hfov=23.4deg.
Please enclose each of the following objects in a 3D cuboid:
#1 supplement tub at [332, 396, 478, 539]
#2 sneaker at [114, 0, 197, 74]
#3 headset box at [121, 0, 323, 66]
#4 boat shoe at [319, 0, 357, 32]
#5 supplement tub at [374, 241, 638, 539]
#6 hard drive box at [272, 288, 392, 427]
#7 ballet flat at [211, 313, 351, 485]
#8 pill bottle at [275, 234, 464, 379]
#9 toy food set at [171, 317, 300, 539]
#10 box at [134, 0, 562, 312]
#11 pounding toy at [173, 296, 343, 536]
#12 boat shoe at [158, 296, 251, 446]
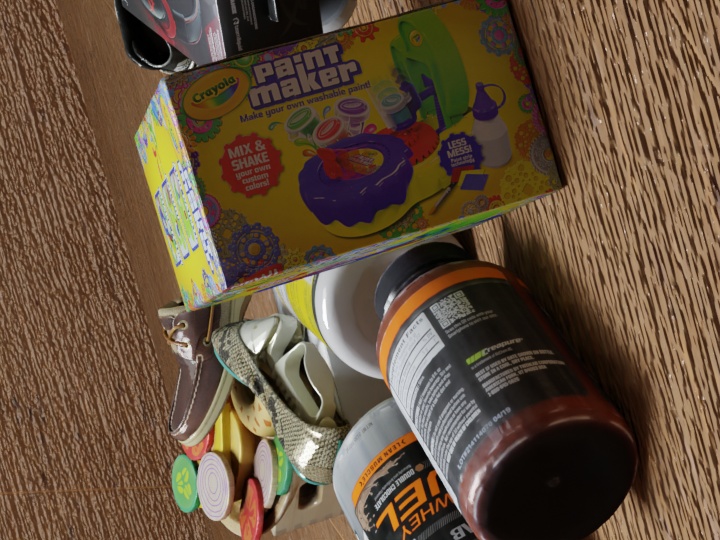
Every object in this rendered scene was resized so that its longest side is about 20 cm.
[{"bbox_3d":[0.067,0.182,1.151,0.200,0.122,0.123,-123,21,-48],"label":"supplement tub"},{"bbox_3d":[-0.122,-0.151,1.338,0.201,0.076,0.115,50,-150,-10],"label":"sneaker"},{"bbox_3d":[-0.098,-0.217,1.126,0.200,0.075,0.149,41,146,49],"label":"headset box"},{"bbox_3d":[-0.038,-0.245,1.220,0.065,0.073,0.201,37,-145,-60],"label":"boat shoe"},{"bbox_3d":[0.075,0.065,1.018,0.200,0.107,0.107,-121,19,-50],"label":"supplement tub"},{"bbox_3d":[-0.008,0.071,1.429,0.156,0.077,0.201,-163,58,-74],"label":"hard drive box"},{"bbox_3d":[-0.055,0.081,1.361,0.200,0.068,0.076,52,134,45],"label":"ballet flat"},{"bbox_3d":[0.000,0.000,1.234,0.200,0.112,0.113,-143,38,-70],"label":"pill bottle"},{"bbox_3d":[-0.108,0.141,1.524,0.200,0.048,0.199,0,91,57],"label":"toy food set"},{"bbox_3d":[-0.016,-0.066,1.026,0.193,0.199,0.123,154,99,-78],"label":"box"},{"bbox_3d":[-0.085,0.130,1.677,0.200,0.142,0.185,96,154,-59],"label":"pounding toy"},{"bbox_3d":[-0.139,0.045,1.466,0.072,0.072,0.201,5,79,65],"label":"boat shoe"}]
